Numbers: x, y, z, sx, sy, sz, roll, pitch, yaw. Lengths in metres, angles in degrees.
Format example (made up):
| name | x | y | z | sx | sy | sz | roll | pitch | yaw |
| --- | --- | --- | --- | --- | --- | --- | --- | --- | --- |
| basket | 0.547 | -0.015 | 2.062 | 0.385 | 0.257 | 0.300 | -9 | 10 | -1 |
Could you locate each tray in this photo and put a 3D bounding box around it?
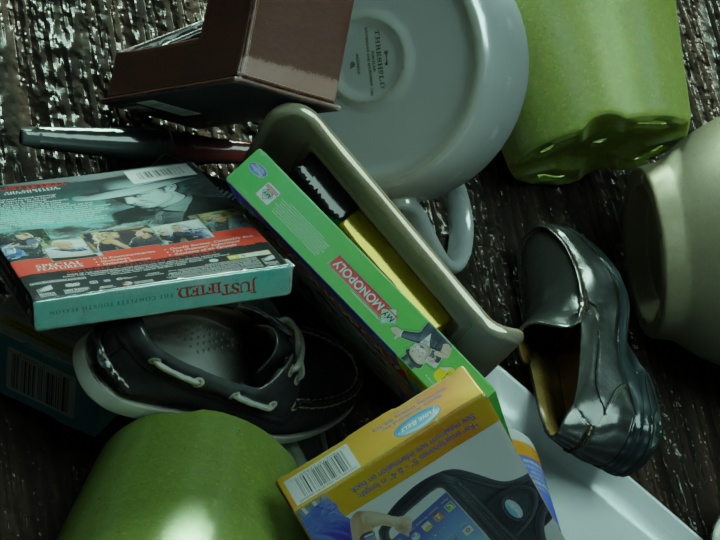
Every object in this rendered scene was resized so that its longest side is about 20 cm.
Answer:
| name | x | y | z | sx | sy | sz | roll | pitch | yaw |
| --- | --- | --- | --- | --- | --- | --- | --- | --- | --- |
| tray | 0.135 | 0.158 | 1.685 | 0.200 | 0.022 | 0.107 | 41 | 43 | -4 |

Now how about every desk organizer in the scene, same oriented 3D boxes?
| name | x | y | z | sx | sy | sz | roll | pitch | yaw |
| --- | --- | --- | --- | --- | --- | --- | --- | --- | --- |
| desk organizer | -0.082 | -0.137 | 1.610 | 0.072 | 0.200 | 0.077 | 14 | 83 | -28 |

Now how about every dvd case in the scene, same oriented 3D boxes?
| name | x | y | z | sx | sy | sz | roll | pitch | yaw |
| --- | --- | --- | --- | --- | --- | --- | --- | --- | --- |
| dvd case | -0.136 | -0.017 | 1.484 | 0.146 | 0.022 | 0.200 | -8 | 23 | -18 |

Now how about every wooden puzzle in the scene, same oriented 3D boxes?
| name | x | y | z | sx | sy | sz | roll | pitch | yaw |
| --- | --- | --- | --- | --- | --- | --- | --- | --- | --- |
| wooden puzzle | 0.000 | 0.000 | 1.602 | 0.200 | 0.185 | 0.037 | 45 | 70 | 3 |

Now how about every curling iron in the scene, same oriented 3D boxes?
| name | x | y | z | sx | sy | sz | roll | pitch | yaw |
| --- | --- | --- | --- | --- | --- | --- | --- | --- | --- |
| curling iron | -0.113 | -0.081 | 1.641 | 0.200 | 0.050 | 0.026 | 4 | 72 | -10 |

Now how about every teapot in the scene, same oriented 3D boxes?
| name | x | y | z | sx | sy | sz | roll | pitch | yaw |
| --- | --- | --- | --- | --- | --- | --- | --- | --- | --- |
| teapot | 0.032 | -0.130 | 1.731 | 0.197 | 0.200 | 0.146 | 38 | 13 | 19 |

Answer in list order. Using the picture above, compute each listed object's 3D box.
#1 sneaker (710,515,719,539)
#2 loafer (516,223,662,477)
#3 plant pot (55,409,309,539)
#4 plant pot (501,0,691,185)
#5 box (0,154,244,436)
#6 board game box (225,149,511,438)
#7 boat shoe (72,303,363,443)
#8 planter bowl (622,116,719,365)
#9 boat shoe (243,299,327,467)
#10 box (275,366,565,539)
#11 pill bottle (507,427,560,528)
| name | x | y | z | sx | sy | sz | roll | pitch | yaw |
| --- | --- | --- | --- | --- | --- | --- | --- | --- | --- |
| sneaker | 0.266 | 0.200 | 1.692 | 0.200 | 0.080 | 0.078 | -46 | 119 | -50 |
| loafer | 0.136 | 0.042 | 1.720 | 0.072 | 0.073 | 0.200 | 17 | 37 | -33 |
| plant pot | -0.096 | 0.178 | 1.403 | 0.200 | 0.200 | 0.190 | 29 | 35 | -15 |
| plant pot | 0.146 | -0.166 | 1.832 | 0.200 | 0.200 | 0.185 | -2 | 72 | -37 |
| box | -0.136 | 0.011 | 1.557 | 0.082 | 0.049 | 0.200 | 24 | 41 | 18 |
| board game box | 0.009 | 0.029 | 1.497 | 0.029 | 0.135 | 0.200 | -41 | 68 | -6 |
| boat shoe | -0.067 | 0.050 | 1.488 | 0.200 | 0.060 | 0.074 | 11 | 53 | -39 |
| planter bowl | 0.256 | -0.019 | 1.802 | 0.134 | 0.200 | 0.200 | -4 | 58 | -8 |
| boat shoe | -0.056 | 0.100 | 1.577 | 0.062 | 0.073 | 0.200 | 60 | 10 | -55 |
| box | 0.052 | 0.163 | 1.412 | 0.200 | 0.119 | 0.041 | 60 | -4 | -26 |
| pill bottle | 0.076 | 0.202 | 1.545 | 0.112 | 0.112 | 0.200 | 4 | 58 | -34 |
